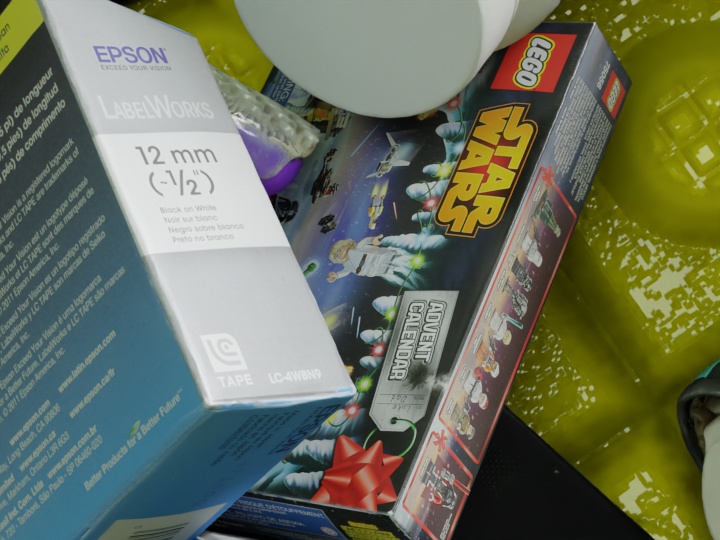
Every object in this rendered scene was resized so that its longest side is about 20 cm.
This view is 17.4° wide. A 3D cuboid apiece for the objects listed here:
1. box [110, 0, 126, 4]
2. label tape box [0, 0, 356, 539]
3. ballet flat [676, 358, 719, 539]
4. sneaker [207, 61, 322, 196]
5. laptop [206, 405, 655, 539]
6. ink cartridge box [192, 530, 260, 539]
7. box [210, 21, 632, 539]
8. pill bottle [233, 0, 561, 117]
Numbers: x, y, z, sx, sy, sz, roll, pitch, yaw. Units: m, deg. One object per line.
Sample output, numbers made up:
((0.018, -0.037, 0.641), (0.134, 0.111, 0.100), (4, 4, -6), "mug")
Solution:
((-0.105, -0.219, 0.932), (0.163, 0.086, 0.201), (-24, 72, 4), "box")
((-0.098, -0.008, 0.769), (0.143, 0.066, 0.201), (-44, 59, 40), "label tape box")
((0.157, 0.121, 0.806), (0.068, 0.068, 0.201), (-42, 62, 41), "ballet flat")
((-0.088, -0.031, 0.853), (0.200, 0.069, 0.100), (18, 80, 60), "sneaker")
((-0.024, 0.111, 0.875), (0.200, 0.116, 0.187), (41, 86, -12), "laptop")
((-0.002, 0.198, 0.774), (0.146, 0.086, 0.201), (13, 86, -12), "ink cartridge box")
((0.000, 0.000, 0.832), (0.136, 0.040, 0.201), (5, 60, 35), "box")
((0.039, -0.147, 0.829), (0.113, 0.113, 0.200), (21, 45, 14), "pill bottle")
